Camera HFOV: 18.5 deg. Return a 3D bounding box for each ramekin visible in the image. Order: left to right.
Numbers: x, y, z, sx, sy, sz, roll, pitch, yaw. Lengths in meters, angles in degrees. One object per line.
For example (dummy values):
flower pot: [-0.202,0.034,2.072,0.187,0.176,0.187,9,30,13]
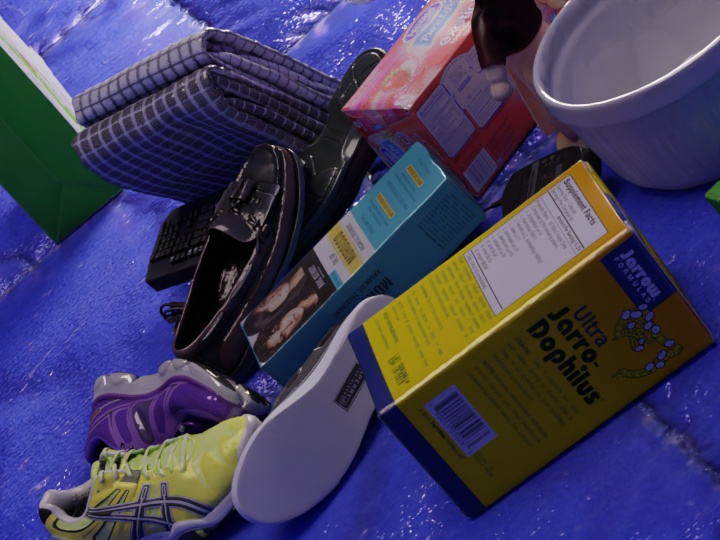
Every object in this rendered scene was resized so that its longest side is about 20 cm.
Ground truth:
ramekin: [0.233,-0.150,1.567,0.200,0.105,0.200,-30,30,19]

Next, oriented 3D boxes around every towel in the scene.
towel: [-0.122,-0.117,1.877,0.165,0.200,0.086,-25,60,34]

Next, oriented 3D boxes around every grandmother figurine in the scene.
grandmother figurine: [0.116,-0.175,1.643,0.060,0.200,0.121,-19,34,34]

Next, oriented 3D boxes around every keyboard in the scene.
keyboard: [-0.118,-0.017,1.845,0.200,0.021,0.128,-19,55,48]

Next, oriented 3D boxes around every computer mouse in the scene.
computer mouse: [0.104,-0.039,1.652,0.200,0.034,0.059,-25,37,39]

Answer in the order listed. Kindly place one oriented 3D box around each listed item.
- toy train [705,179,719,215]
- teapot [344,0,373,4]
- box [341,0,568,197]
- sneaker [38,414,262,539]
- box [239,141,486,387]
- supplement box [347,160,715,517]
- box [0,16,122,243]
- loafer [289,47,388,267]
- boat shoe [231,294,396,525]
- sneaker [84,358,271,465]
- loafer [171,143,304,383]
toy train: [0.311,-0.100,1.471,0.200,0.042,0.056,-43,17,-5]
teapot: [0.077,-0.323,1.967,0.200,0.197,0.147,133,133,-68]
box: [0.093,-0.164,1.763,0.095,0.103,0.200,6,53,54]
sneaker: [-0.153,0.160,1.609,0.200,0.076,0.076,-34,28,23]
box: [0.000,0.000,1.668,0.200,0.049,0.082,-46,27,7]
supplement box: [0.109,0.044,1.435,0.200,0.110,0.109,-37,28,8]
box: [-0.339,-0.154,2.176,0.097,0.200,0.177,-39,29,2]
loafer: [-0.012,-0.085,1.823,0.200,0.063,0.072,-59,38,4]
boat shoe: [-0.029,0.103,1.577,0.200,0.069,0.057,-53,11,-25]
sneaker: [-0.143,0.122,1.693,0.200,0.081,0.084,-15,53,51]
loafer: [-0.097,-0.011,1.745,0.072,0.063,0.201,2,73,44]
